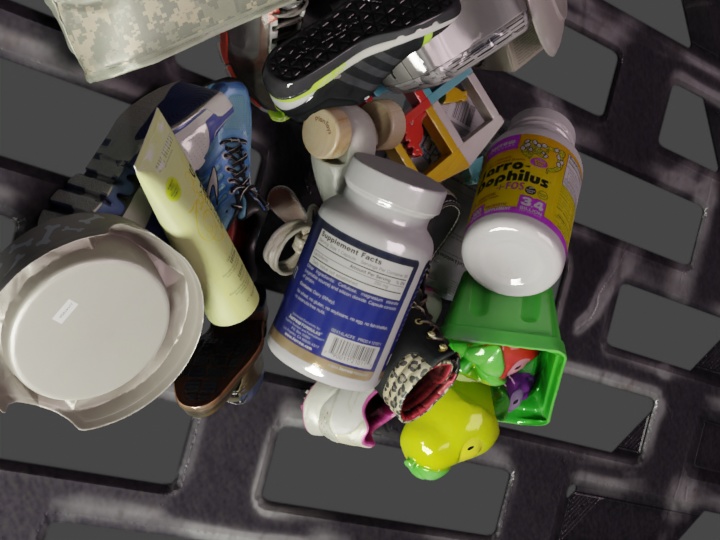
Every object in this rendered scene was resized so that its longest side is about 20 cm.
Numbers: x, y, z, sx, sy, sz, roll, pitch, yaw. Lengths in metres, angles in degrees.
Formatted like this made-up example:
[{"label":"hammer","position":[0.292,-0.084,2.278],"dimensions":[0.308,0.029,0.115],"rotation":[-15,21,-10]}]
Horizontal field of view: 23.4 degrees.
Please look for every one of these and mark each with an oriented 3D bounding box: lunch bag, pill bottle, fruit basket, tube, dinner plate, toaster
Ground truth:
[{"label":"lunch bag","position":[-0.177,-0.268,1.454],"dimensions":[0.199,0.118,0.164],"rotation":[-24,117,-8]},{"label":"pill bottle","position":[0.000,0.000,1.608],"dimensions":[0.116,0.116,0.201],"rotation":[11,106,-46]},{"label":"pill bottle","position":[0.169,-0.076,1.770],"dimensions":[0.104,0.104,0.200],"rotation":[60,32,-35]},{"label":"fruit basket","position":[0.126,0.125,1.792],"dimensions":[0.216,0.155,0.217],"rotation":[7,90,-86]},{"label":"tube","position":[-0.144,-0.038,1.487],"dimensions":[0.052,0.058,0.200],"rotation":[-34,128,-12]},{"label":"dinner plate","position":[0.183,-0.317,1.763],"dimensions":[0.200,0.024,0.201],"rotation":[-11,90,-75]},{"label":"toaster","position":[0.075,-0.259,1.680],"dimensions":[0.200,0.114,0.129],"rotation":[-35,105,-26]}]

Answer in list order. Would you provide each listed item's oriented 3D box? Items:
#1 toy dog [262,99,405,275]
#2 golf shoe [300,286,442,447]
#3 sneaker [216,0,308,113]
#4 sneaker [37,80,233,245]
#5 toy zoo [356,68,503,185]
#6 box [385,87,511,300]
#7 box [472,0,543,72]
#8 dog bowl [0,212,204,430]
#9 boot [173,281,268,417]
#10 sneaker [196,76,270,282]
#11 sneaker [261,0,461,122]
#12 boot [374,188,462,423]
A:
[{"label":"toy dog","position":[-0.037,-0.086,1.680],"dimensions":[0.132,0.096,0.200],"rotation":[22,98,-48]},{"label":"golf shoe","position":[0.031,0.102,1.761],"dimensions":[0.200,0.091,0.075],"rotation":[-49,139,-20]},{"label":"sneaker","position":[-0.084,-0.228,1.586],"dimensions":[0.077,0.082,0.201],"rotation":[-40,125,-32]},{"label":"sneaker","position":[-0.185,-0.066,1.534],"dimensions":[0.200,0.080,0.115],"rotation":[-48,133,-18]},{"label":"toy zoo","position":[0.063,-0.170,1.739],"dimensions":[0.131,0.020,0.200],"rotation":[-39,104,-28]},{"label":"box","position":[0.085,-0.082,1.820],"dimensions":[0.156,0.041,0.201],"rotation":[24,81,-44]},{"label":"box","position":[0.132,-0.310,1.795],"dimensions":[0.082,0.068,0.201],"rotation":[-39,124,-34]},{"label":"dog bowl","position":[-0.234,0.039,1.466],"dimensions":[0.199,0.059,0.201],"rotation":[-17,129,-22]},{"label":"boot","position":[-0.119,0.099,1.591],"dimensions":[0.200,0.074,0.097],"rotation":[-68,157,-58]},{"label":"sneaker","position":[-0.113,-0.075,1.586],"dimensions":[0.078,0.090,0.201],"rotation":[-8,104,-44]},{"label":"sneaker","position":[0.000,-0.199,1.590],"dimensions":[0.199,0.072,0.083],"rotation":[-25,145,-2]},{"label":"boot","position":[0.059,0.034,1.693],"dimensions":[0.204,0.154,0.073],"rotation":[-49,142,5]}]
